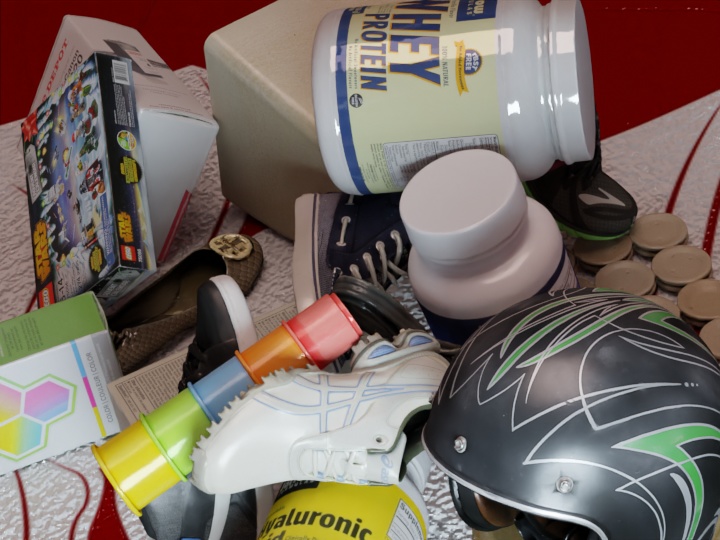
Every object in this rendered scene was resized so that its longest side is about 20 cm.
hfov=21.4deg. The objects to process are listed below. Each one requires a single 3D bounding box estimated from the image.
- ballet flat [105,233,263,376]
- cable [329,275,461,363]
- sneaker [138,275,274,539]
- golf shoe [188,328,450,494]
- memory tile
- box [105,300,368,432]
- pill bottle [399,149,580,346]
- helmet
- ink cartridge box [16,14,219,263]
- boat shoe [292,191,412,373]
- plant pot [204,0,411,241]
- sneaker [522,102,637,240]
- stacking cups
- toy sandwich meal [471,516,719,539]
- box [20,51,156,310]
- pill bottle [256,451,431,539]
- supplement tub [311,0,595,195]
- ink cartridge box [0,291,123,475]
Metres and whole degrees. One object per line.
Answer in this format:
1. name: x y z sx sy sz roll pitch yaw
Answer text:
1. ballet flat: -0.159 0.023 1.611 0.067 0.047 0.200 27 52 37
2. cable: 0.071 0.059 1.385 0.199 0.097 0.050 31 70 8
3. sneaker: -0.126 0.110 1.363 0.111 0.201 0.073 -10 8 -18
4. golf shoe: -0.015 0.110 1.274 0.199 0.079 0.097 -24 49 -19
5. memory tile: 0.224 0.027 1.539 0.153 0.017 0.200 -16 38 -7
6. box: -0.084 0.099 1.474 0.199 0.078 0.095 -23 40 -14
7. pill bottle: 0.102 0.012 1.425 0.119 0.200 0.120 -15 40 13
8. helmet: 0.141 0.105 1.217 0.199 0.191 0.200 -11 36 9
9. ink cartridge box: -0.222 -0.121 1.713 0.084 0.146 0.200 10 25 -34
10. boat shoe: 0.000 0.000 1.452 0.092 0.075 0.200 -12 39 6
11. plant pot: 0.003 -0.123 1.649 0.200 0.200 0.177 -30 55 -22
12. sneaker: 0.164 -0.102 1.558 0.084 0.200 0.077 -27 27 40
13. stacking cups: -0.088 0.089 1.315 0.200 0.061 0.061 -35 43 -7
14. toy sandwich meal: 0.178 0.181 1.325 0.204 0.070 0.206 -12 37 9
15. box: -0.233 -0.065 1.612 0.040 0.137 0.201 8 61 -36
16. pill bottle: -0.015 0.195 1.315 0.111 0.112 0.200 4 40 18
17. supplement tub: 0.073 -0.136 1.454 0.199 0.145 0.145 -5 39 13
18. ink cartridge box: -0.286 0.102 1.500 0.199 0.104 0.059 -19 38 -10
